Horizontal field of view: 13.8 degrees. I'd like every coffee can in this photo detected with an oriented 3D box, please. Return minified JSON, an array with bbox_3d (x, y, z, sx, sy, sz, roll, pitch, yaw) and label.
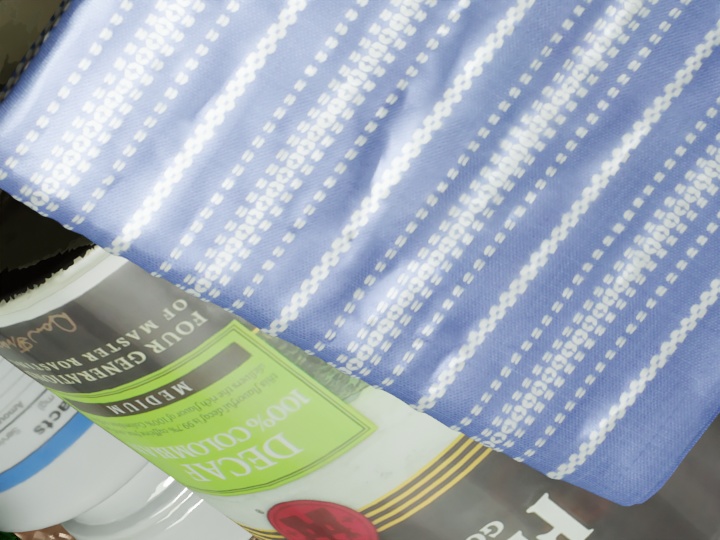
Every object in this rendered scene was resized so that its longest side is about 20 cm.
[{"bbox_3d":[0.000,0.000,0.764,0.146,0.147,0.200,-32,127,29],"label":"coffee can"}]

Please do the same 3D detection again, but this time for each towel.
[{"bbox_3d":[0.030,-0.038,0.657,0.199,0.024,0.145,28,108,-28],"label":"towel"}]

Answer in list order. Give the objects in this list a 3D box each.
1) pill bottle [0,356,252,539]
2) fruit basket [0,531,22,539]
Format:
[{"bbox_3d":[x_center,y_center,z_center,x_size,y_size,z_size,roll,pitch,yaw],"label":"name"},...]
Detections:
[{"bbox_3d":[-0.108,0.003,0.839,0.112,0.113,0.200,-30,127,28],"label":"pill bottle"},{"bbox_3d":[-0.183,0.146,0.847,0.155,0.216,0.216,42,125,-6],"label":"fruit basket"}]
